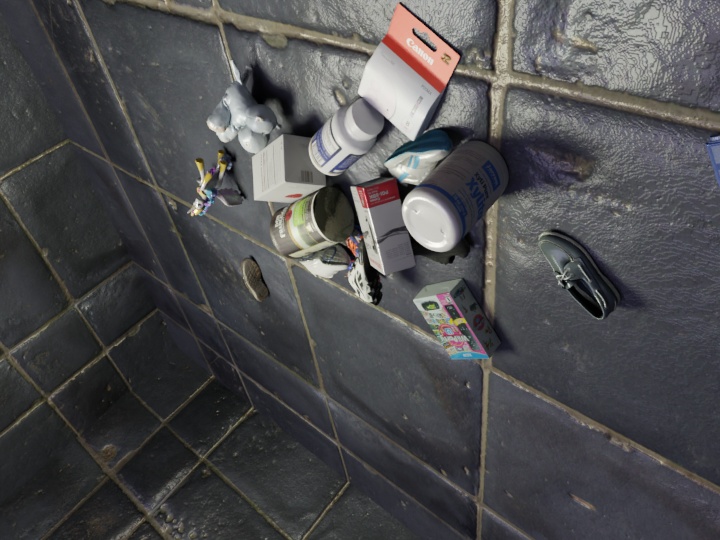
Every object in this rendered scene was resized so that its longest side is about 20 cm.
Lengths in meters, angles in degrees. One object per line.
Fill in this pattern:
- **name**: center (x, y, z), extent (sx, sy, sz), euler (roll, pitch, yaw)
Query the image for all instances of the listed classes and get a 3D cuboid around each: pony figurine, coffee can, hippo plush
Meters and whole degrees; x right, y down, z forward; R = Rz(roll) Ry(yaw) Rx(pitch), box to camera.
- **pony figurine**: center (-0.470, -0.279, 1.808), extent (0.165, 0.193, 0.202), euler (36, 129, 12)
- **coffee can**: center (-0.132, -0.125, 1.526), extent (0.198, 0.147, 0.148), euler (-16, 113, 45)
- **hippo plush**: center (-0.273, -0.392, 1.447), extent (0.159, 0.159, 0.203), euler (36, 107, 15)

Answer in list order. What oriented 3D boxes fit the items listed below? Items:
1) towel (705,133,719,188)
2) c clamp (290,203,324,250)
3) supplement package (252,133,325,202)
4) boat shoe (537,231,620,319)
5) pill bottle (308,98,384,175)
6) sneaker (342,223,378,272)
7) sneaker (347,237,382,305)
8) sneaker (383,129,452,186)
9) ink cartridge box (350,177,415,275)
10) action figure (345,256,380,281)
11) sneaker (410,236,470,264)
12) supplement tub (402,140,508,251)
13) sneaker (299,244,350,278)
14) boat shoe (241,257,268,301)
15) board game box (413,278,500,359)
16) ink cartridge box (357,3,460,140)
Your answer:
- **towel**: center (0.583, -0.135, 0.750), extent (0.198, 0.024, 0.149), euler (-2, 126, 55)
- **c clamp**: center (-0.148, -0.147, 1.660), extent (0.197, 0.027, 0.175), euler (16, 124, 40)
- **supplement package**: center (-0.188, -0.257, 1.464), extent (0.198, 0.119, 0.123), euler (-12, 80, 57)
- **boat shoe**: center (0.414, 0.010, 1.091), extent (0.200, 0.062, 0.073), euler (46, 150, 3)
- **pill bottle**: center (-0.030, -0.299, 1.263), extent (0.112, 0.111, 0.199), euler (52, 149, -8)
- **sneaker**: center (0.005, -0.062, 1.519), extent (0.197, 0.078, 0.076), euler (27, 144, 31)
- **sneaker**: center (0.000, 0.000, 1.452), extent (0.087, 0.074, 0.204), euler (16, 132, 28)
- **sneaker**: center (0.132, -0.231, 1.181), extent (0.081, 0.077, 0.199), euler (49, 158, -18)
- **ink cartridge box**: center (0.051, -0.105, 1.307), extent (0.147, 0.081, 0.205), euler (-143, 38, -75)
- **action figure**: center (-0.021, -0.014, 1.641), extent (0.197, 0.052, 0.067), euler (27, 139, 28)
- **sneaker**: center (0.175, -0.051, 1.325), extent (0.091, 0.076, 0.198), euler (48, 155, -21)
- **supplement tub**: center (0.182, -0.143, 1.080), extent (0.131, 0.200, 0.134), euler (31, 147, 24)
- **sneaker**: center (-0.090, -0.021, 1.634), extent (0.198, 0.075, 0.088), euler (4, 139, 50)
- **boat shoe**: center (-0.423, 0.035, 2.183), extent (0.072, 0.074, 0.203), euler (20, 138, 37)
- **board game box**: center (0.245, 0.128, 1.442), extent (0.202, 0.064, 0.146), euler (55, 149, -13)
- **ink cartridge box**: center (0.086, -0.375, 1.094), extent (0.162, 0.057, 0.201), euler (43, 154, 9)
